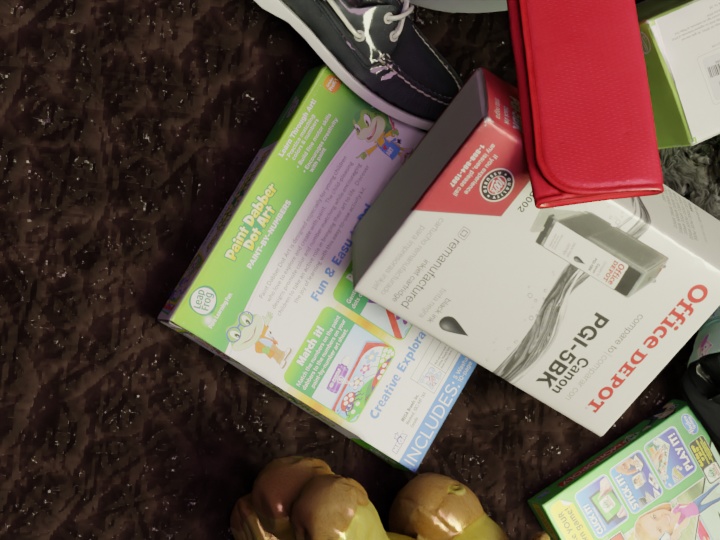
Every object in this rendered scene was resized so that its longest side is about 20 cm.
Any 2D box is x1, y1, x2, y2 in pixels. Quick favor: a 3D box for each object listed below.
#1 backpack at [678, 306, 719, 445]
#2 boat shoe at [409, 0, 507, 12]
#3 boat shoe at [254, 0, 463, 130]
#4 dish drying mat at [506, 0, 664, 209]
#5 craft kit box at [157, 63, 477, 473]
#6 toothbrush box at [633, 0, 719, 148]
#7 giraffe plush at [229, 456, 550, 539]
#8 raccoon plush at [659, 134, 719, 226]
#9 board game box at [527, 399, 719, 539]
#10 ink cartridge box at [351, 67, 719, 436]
[{"bbox_3d":[0.323,0.074,1.303,0.200,0.167,0.127,30,62,-13],"label":"backpack"},{"bbox_3d":[0.090,-0.215,1.215,0.072,0.200,0.068,49,53,-50],"label":"boat shoe"},{"bbox_3d":[-0.003,-0.169,1.213,0.200,0.060,0.076,36,35,-15],"label":"boat shoe"},{"bbox_3d":[0.129,-0.134,1.115,0.077,0.018,0.200,-7,68,4],"label":"dish drying mat"},{"bbox_3d":[0.000,0.000,1.242,0.197,0.049,0.200,34,80,-18],"label":"craft kit box"},{"bbox_3d":[0.215,-0.140,1.230,0.146,0.200,0.086,-24,99,-18],"label":"toothbrush box"},{"bbox_3d":[0.032,0.196,1.202,0.162,0.173,0.200,-21,105,-25],"label":"giraffe plush"},{"bbox_3d":[0.284,-0.064,1.252,0.134,0.200,0.097,-19,95,-28],"label":"raccoon plush"},{"bbox_3d":[0.222,0.212,1.324,0.135,0.029,0.200,-33,100,-16],"label":"board game box"},{"bbox_3d":[0.116,-0.009,1.184,0.200,0.083,0.147,30,114,-16],"label":"ink cartridge box"}]
